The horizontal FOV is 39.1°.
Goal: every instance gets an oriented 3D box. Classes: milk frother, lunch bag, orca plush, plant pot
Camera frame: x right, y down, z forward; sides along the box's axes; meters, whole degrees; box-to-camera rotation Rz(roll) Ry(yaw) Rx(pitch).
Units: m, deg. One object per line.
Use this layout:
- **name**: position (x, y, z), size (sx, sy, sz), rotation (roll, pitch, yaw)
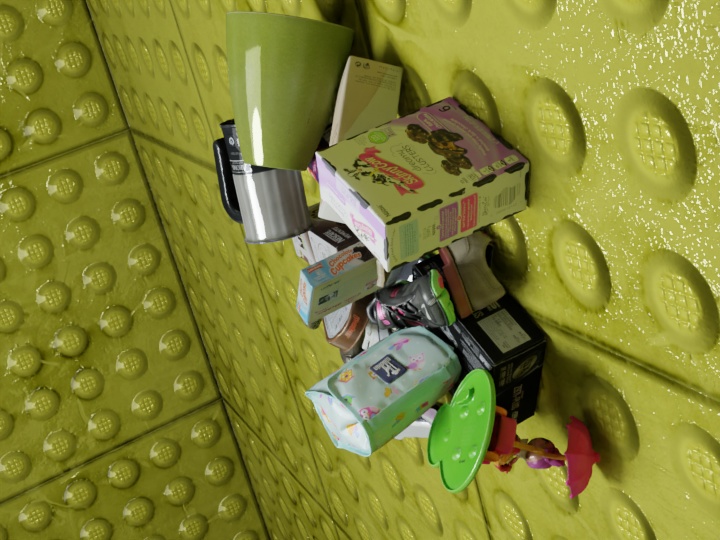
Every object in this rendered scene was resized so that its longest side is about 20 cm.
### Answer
- **milk frother**: position (-0.124, -0.165, 1.631), size (0.180, 0.197, 0.192), rotation (19, 123, 61)
- **lunch bag**: position (0.035, 0.162, 1.377), size (0.123, 0.169, 0.200), rotation (59, 162, -3)
- **orca plush**: position (0.103, 0.251, 1.759), size (0.104, 0.072, 0.200), rotation (18, 160, 1)
- **plant pot**: position (-0.110, -0.248, 1.438), size (0.187, 0.184, 0.204), rotation (-159, 75, -64)

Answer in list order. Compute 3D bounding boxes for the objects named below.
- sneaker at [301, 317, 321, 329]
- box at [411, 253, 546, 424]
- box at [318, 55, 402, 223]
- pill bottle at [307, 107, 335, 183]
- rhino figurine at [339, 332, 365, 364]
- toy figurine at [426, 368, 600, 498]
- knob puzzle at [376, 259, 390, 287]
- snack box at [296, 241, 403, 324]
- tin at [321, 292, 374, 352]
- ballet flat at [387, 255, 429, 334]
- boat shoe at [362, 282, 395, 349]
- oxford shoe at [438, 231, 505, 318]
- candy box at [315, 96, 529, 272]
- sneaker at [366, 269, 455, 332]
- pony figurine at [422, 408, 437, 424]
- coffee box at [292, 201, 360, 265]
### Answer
- **sneaker**: position (-0.040, 0.049, 1.802), size (0.089, 0.077, 0.201), rotation (44, 131, 15)
- **box**: position (0.154, 0.095, 1.371), size (0.201, 0.085, 0.165), rotation (52, 156, 38)
- **box**: position (0.001, -0.170, 1.348), size (0.095, 0.076, 0.203), rotation (118, 161, -65)
- **pill bottle**: position (-0.016, -0.160, 1.504), size (0.200, 0.110, 0.113), rotation (51, 155, 39)
- **rhino figurine**: position (-0.021, 0.097, 1.884), size (0.087, 0.059, 0.203), rotation (24, 132, 60)
- **toy figurine**: position (0.199, 0.224, 1.263), size (0.200, 0.181, 0.153), rotation (141, 144, -67)
- **knob puzzle**: position (0.044, -0.076, 1.375), size (0.220, 0.030, 0.224), rotation (15, -91, -84)
- **snack box**: position (0.000, 0.000, 1.504), size (0.037, 0.198, 0.117), rotation (55, 158, 22)
- **tin**: position (-0.022, 0.054, 1.655), size (0.041, 0.113, 0.200), rotation (28, -165, -17)
- **ballet flat**: position (0.074, 0.050, 1.556), size (0.074, 0.072, 0.201), rotation (59, 160, 21)
- **boat shoe**: position (0.017, 0.070, 1.693), size (0.085, 0.075, 0.203), rotation (13, 146, 11)
- **oxford shoe**: position (0.136, -0.033, 1.321), size (0.071, 0.074, 0.203), rotation (59, -166, -57)
- **candy box**: position (0.071, -0.107, 1.196), size (0.168, 0.198, 0.072), rotation (48, 154, 41)
- **sneaker**: position (0.062, 0.050, 1.307), size (0.078, 0.083, 0.200), rotation (66, 161, 1)
- **pony figurine**: position (0.073, 0.194, 1.599), size (0.192, 0.198, 0.169), rotation (23, 129, 41)
- **coffee box**: position (-0.026, -0.049, 1.652), size (0.200, 0.112, 0.081), rotation (34, 143, 58)
